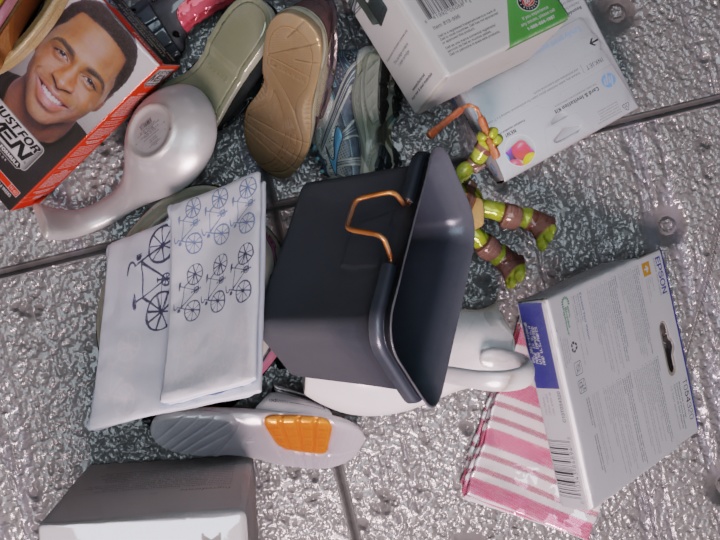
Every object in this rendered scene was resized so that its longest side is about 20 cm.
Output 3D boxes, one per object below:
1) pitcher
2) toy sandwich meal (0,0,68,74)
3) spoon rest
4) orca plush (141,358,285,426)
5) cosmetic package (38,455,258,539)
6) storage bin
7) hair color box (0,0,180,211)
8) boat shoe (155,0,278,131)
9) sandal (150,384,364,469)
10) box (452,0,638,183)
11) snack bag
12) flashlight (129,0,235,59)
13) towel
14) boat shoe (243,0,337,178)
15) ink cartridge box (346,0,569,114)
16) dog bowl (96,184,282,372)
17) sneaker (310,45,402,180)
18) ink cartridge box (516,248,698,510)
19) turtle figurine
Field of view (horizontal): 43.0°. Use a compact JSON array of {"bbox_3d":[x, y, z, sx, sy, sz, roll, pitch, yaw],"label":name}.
[{"bbox_3d":[0.048,0.078,0.835,0.199,0.172,0.122,0,97,-6],"label":"pitcher"},{"bbox_3d":[-0.329,-0.250,0.800,0.070,0.205,0.205,33,88,-49],"label":"toy sandwich meal"},{"bbox_3d":[-0.211,-0.095,0.847,0.200,0.061,0.100,-33,67,16],"label":"spoon rest"},{"bbox_3d":[-0.131,0.079,0.870,0.200,0.071,0.105,-41,94,-3],"label":"orca plush"},{"bbox_3d":[-0.175,0.269,0.807,0.165,0.200,0.165,-2,91,-5],"label":"cosmetic package"},{"bbox_3d":[0.000,0.000,0.756,0.134,0.146,0.200,-2,54,25],"label":"storage bin"},{"bbox_3d":[-0.274,-0.157,0.833,0.200,0.061,0.102,-41,94,13],"label":"hair color box"},{"bbox_3d":[-0.136,-0.169,0.865,0.075,0.066,0.199,44,110,16],"label":"boat shoe"},{"bbox_3d":[-0.094,0.139,0.870,0.206,0.059,0.079,11,132,-19],"label":"sandal"},{"bbox_3d":[0.159,-0.211,0.903,0.156,0.041,0.200,-29,92,-3],"label":"box"},{"bbox_3d":[-0.158,0.028,0.771,0.200,0.021,0.189,-17,62,31],"label":"snack bag"},{"bbox_3d":[-0.130,-0.258,0.869,0.200,0.068,0.068,-34,134,0],"label":"flashlight"},{"bbox_3d":[0.198,0.156,0.920,0.146,0.030,0.200,20,89,-6],"label":"towel"},{"bbox_3d":[-0.057,-0.163,0.827,0.072,0.200,0.065,33,55,11],"label":"boat shoe"},{"bbox_3d":[0.066,-0.265,0.816,0.146,0.083,0.200,-29,85,-21],"label":"ink cartridge box"},{"bbox_3d":[-0.143,0.028,0.822,0.074,0.200,0.200,29,89,-49],"label":"dog bowl"},{"bbox_3d":[-0.009,-0.116,0.886,0.086,0.078,0.201,8,100,24],"label":"sneaker"},{"bbox_3d":[0.241,0.096,0.872,0.200,0.043,0.197,-18,97,-42],"label":"ink cartridge box"},{"bbox_3d":[0.096,-0.048,0.884,0.161,0.064,0.200,29,101,-14],"label":"turtle figurine"}]
